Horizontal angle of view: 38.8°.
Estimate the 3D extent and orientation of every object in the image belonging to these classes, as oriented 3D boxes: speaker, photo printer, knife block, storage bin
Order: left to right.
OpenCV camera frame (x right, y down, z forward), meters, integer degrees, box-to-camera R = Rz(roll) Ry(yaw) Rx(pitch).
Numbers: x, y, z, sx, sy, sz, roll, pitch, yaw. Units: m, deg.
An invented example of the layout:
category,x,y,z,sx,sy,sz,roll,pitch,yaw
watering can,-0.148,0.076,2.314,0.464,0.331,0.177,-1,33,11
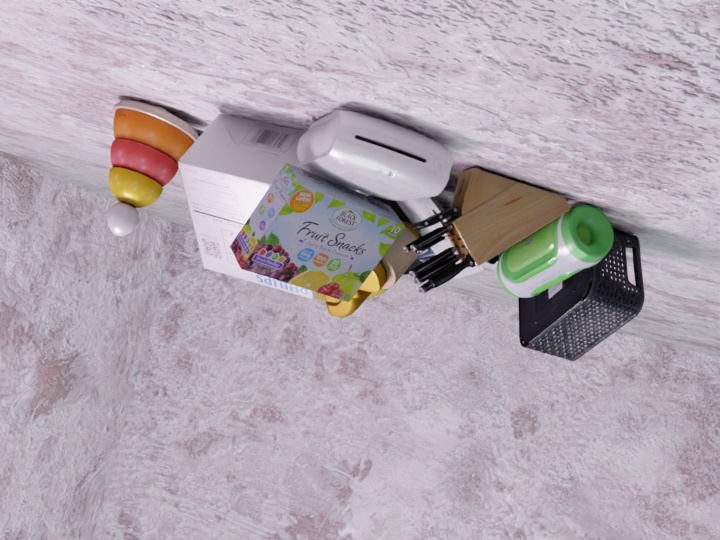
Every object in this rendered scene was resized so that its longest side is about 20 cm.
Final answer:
category,x,y,z,sx,sy,sz,roll,pitch,yaw
photo printer,0.017,-0.141,1.278,0.164,0.071,0.200,18,177,-15
knife block,0.163,-0.038,1.370,0.197,0.179,0.064,16,177,-10
speaker,0.272,-0.024,1.455,0.087,0.090,0.200,16,157,-18
storage bin,0.325,0.032,1.533,0.092,0.137,0.200,16,146,-17

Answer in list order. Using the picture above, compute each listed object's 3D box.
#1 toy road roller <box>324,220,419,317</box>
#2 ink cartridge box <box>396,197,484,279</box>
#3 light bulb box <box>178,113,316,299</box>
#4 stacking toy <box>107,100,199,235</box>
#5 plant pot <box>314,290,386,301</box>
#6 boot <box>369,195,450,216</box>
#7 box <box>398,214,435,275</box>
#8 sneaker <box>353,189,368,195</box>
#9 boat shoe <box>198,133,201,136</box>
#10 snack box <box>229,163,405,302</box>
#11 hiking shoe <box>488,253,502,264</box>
category,x,y,z,sx,sy,sz,roll,pitch,yaw
toy road roller,0.000,0.000,1.618,0.197,0.123,0.148,11,131,35
ink cartridge box,0.125,-0.069,1.502,0.163,0.050,0.200,53,170,-1
light bulb box,-0.135,-0.093,1.474,0.195,0.125,0.202,15,136,21
stacking toy,-0.348,-0.150,1.599,0.144,0.203,0.146,19,170,3
plant pot,-0.034,-0.046,1.992,0.198,0.204,0.175,18,170,-42
boot,0.084,-0.100,1.724,0.143,0.072,0.200,8,176,12
box,0.091,-0.043,1.734,0.158,0.044,0.199,-6,163,31
sneaker,-0.010,-0.129,1.512,0.198,0.082,0.070,11,172,41
boat shoe,-0.218,-0.177,1.720,0.197,0.072,0.070,16,180,-7
snack box,-0.055,-0.046,1.362,0.198,0.143,0.053,18,-154,-43
hiking shoe,0.229,-0.050,1.606,0.073,0.088,0.199,17,176,-21
